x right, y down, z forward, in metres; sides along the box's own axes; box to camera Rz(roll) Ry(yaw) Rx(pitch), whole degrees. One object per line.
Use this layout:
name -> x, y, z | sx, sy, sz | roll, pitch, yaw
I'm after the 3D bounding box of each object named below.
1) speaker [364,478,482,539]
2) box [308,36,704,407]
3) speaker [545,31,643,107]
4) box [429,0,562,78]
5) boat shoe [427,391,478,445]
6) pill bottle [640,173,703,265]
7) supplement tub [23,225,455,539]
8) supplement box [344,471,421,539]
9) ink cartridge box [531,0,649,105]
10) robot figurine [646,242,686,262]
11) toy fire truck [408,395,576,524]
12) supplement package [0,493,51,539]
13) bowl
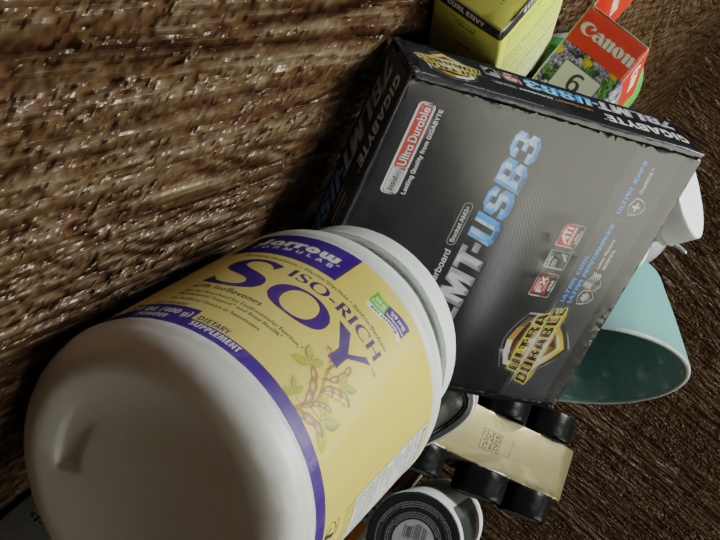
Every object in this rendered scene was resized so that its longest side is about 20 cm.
speaker -> 0.060, 0.228, 0.986 | 0.081, 0.081, 0.200 | -53, 166, 0
box -> 0.071, -0.018, 0.668 | 0.201, 0.197, 0.050 | -64, -151, 28
speaker -> 0.182, -0.159, 0.940 | 0.089, 0.088, 0.200 | -58, 168, 25
box -> 0.080, -0.134, 0.695 | 0.075, 0.050, 0.200 | -50, 167, -13
boat shoe -> -0.005, 0.121, 0.848 | 0.066, 0.198, 0.071 | -101, 180, -74
pill bottle -> 0.168, -0.046, 0.910 | 0.198, 0.112, 0.111 | -13, -171, 28
supplement tub -> -0.046, 0.064, 0.544 | 0.200, 0.145, 0.146 | -35, 159, -57
supplement box -> 0.006, 0.162, 1.083 | 0.074, 0.126, 0.200 | -57, 168, 27
ink cartridge box -> 0.148, -0.119, 0.746 | 0.200, 0.050, 0.109 | -51, 170, 1
robot figurine -> 0.216, -0.063, 1.074 | 0.113, 0.198, 0.171 | -42, 133, -49
toy fire truck -> 0.078, 0.136, 1.027 | 0.200, 0.175, 0.130 | -11, -124, 64
supplement package -> -0.162, 0.234, 0.583 | 0.200, 0.147, 0.192 | -41, 164, -47
bowl -> 0.200, 0.040, 1.021 | 0.201, 0.199, 0.106 | 99, 1, -67
